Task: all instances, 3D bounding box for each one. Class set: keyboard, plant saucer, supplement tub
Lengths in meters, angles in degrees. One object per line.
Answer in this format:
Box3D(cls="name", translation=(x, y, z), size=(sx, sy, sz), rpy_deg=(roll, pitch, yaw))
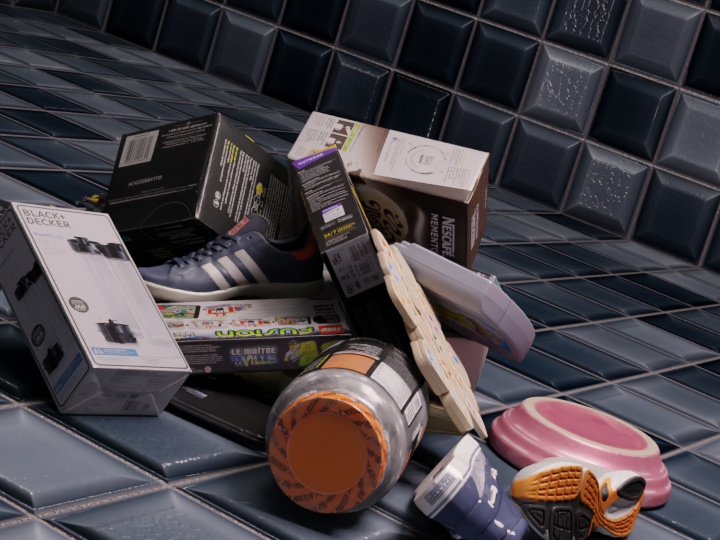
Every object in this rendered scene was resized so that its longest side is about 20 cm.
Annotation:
Box3D(cls="keyboard", translation=(-0.150, 0.114, 1.614), size=(0.198, 0.021, 0.127), rpy_deg=(23, 18, 20))
Box3D(cls="plant saucer", translation=(0.233, 0.183, 1.791), size=(0.198, 0.051, 0.201), rpy_deg=(16, 11, -3))
Box3D(cls="supplement tub", translation=(-0.011, 0.133, 1.466), size=(0.121, 0.124, 0.200), rpy_deg=(19, 11, 8))

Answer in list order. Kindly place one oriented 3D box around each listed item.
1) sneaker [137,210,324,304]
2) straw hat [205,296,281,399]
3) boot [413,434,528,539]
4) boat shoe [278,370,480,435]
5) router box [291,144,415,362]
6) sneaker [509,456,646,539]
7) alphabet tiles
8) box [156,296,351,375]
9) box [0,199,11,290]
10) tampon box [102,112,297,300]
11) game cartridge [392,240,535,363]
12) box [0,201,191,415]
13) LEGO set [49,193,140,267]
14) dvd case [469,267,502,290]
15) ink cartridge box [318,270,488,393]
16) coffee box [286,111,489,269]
Box3D(cls="sneaker", translation=(-0.132, -0.016, 1.719), size=(0.198, 0.086, 0.075), rpy_deg=(-3, 16, -20))
Box3D(cls="straw hat", translation=(-0.087, 0.066, 1.764), size=(0.199, 0.086, 0.201), rpy_deg=(17, 12, -4))
Box3D(cls="boot", translation=(0.098, 0.204, 1.485), size=(0.090, 0.073, 0.200), rpy_deg=(43, 8, 3))
Box3D(cls="boat shoe", translation=(0.015, 0.131, 1.657), size=(0.198, 0.067, 0.074), rpy_deg=(14, 22, -6))
Box3D(cls="router box", translation=(0.000, 0.000, 1.705), size=(0.052, 0.201, 0.158), rpy_deg=(-22, 38, 2))
Box3D(cls="sneaker", translation=(0.179, 0.206, 1.576), size=(0.091, 0.077, 0.199), rpy_deg=(16, -1, 37))
Box3D(cls="alphabet tiles", translation=(0.061, 0.061, 1.601), size=(0.196, 0.014, 0.201), rpy_deg=(57, 10, -32))
Box3D(cls="box", translation=(-0.112, 0.062, 1.635), size=(0.197, 0.035, 0.110), rpy_deg=(-2, 19, -6))
Box3D(cls="box", translation=(-0.433, -0.031, 1.695), size=(0.162, 0.087, 0.200), rpy_deg=(18, 11, -1))
Box3D(cls="tampon box", translation=(-0.156, -0.056, 1.848), size=(0.149, 0.128, 0.200), rpy_deg=(-8, -31, 35))
Box3D(cls="game cartridge", translation=(0.111, 0.037, 1.761), size=(0.132, 0.041, 0.200), rpy_deg=(23, -10, 24))
Box3D(cls="box", translation=(-0.246, 0.034, 1.534), size=(0.116, 0.060, 0.201), rpy_deg=(7, 41, -45))
Box3D(cls="LEGO set", translation=(-0.287, -0.050, 1.925), size=(0.153, 0.117, 0.199), rpy_deg=(25, 13, 34))
Box3D(cls="dvd case", translation=(0.065, 0.004, 1.881), size=(0.198, 0.022, 0.146), rpy_deg=(21, -12, 18))
Box3D(cls="ink cartridge box", translation=(0.022, 0.074, 1.898), size=(0.144, 0.085, 0.199), rpy_deg=(8, 15, -42))
Box3D(cls="coffee box", translation=(0.030, -0.079, 1.790), size=(0.198, 0.114, 0.080), rpy_deg=(14, 49, 15))
